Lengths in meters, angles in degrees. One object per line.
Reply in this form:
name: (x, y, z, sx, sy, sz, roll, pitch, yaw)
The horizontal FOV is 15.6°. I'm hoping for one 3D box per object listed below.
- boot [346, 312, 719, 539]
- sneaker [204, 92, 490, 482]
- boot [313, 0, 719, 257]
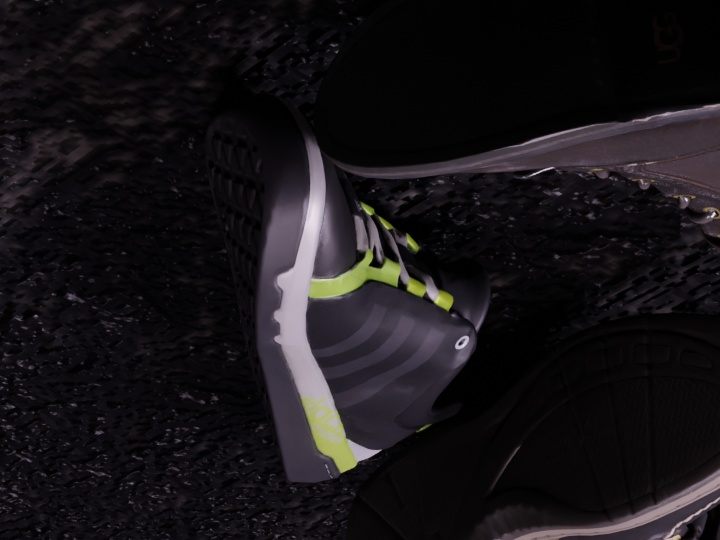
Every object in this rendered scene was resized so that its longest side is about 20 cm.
boot: (0.110, 0.085, 0.948, 0.150, 0.074, 0.199, 20, 141, -39)
sneaker: (0.000, 0.000, 0.867, 0.082, 0.072, 0.200, -16, 152, -5)
boot: (0.104, -0.026, 0.794, 0.199, 0.070, 0.174, -9, 148, 24)
